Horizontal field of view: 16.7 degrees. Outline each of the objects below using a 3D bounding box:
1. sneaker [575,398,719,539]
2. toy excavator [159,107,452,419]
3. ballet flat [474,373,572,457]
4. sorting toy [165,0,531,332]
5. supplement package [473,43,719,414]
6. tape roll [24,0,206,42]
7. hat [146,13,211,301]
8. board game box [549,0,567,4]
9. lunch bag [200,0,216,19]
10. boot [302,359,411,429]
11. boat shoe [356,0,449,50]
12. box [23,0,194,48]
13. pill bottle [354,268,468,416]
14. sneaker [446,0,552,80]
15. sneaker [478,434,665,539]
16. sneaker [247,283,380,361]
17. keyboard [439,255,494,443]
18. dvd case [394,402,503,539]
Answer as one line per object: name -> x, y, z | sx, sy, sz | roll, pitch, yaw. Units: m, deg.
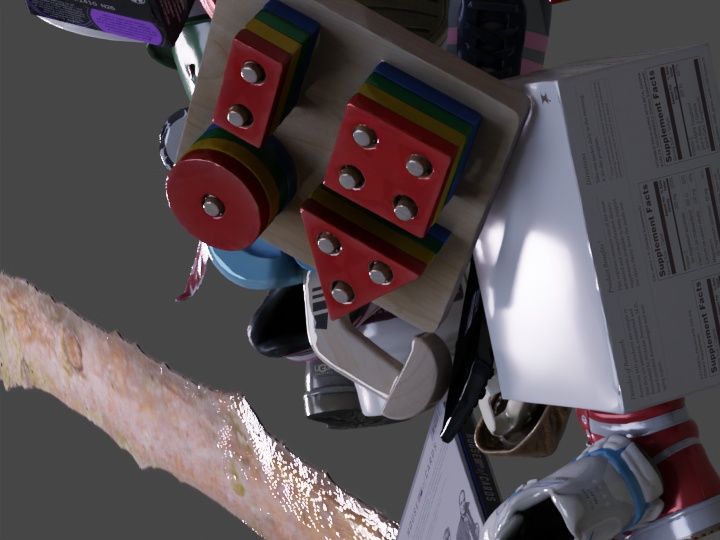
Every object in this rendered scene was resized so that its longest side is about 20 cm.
sneaker -> 0.165, 0.134, 1.596 | 0.200, 0.071, 0.113 | -32, 78, 58
toy excavator -> -0.033, -0.008, 1.624 | 0.100, 0.193, 0.201 | -16, -72, -70
ballet flat -> 0.118, 0.066, 1.661 | 0.068, 0.072, 0.200 | 61, 153, 28
sorting toy -> -0.023, -0.062, 1.484 | 0.199, 0.070, 0.199 | 29, 136, 9
supplement package -> 0.147, -0.026, 1.496 | 0.156, 0.110, 0.201 | 1, 104, 66
tape roll -> -0.168, -0.281, 1.934 | 0.203, 0.202, 0.140 | 44, 138, 50
hat -> -0.077, -0.081, 1.823 | 0.200, 0.165, 0.177 | 50, -140, -77
board game box -> 0.122, -0.287, 1.479 | 0.152, 0.046, 0.201 | 60, 152, 32
lunch bag -> -0.030, -0.203, 1.707 | 0.082, 0.175, 0.201 | 3, 106, 65
boot -> -0.010, 0.019, 1.909 | 0.182, 0.072, 0.201 | 46, -145, -75
boat shoe -> 0.019, -0.122, 1.624 | 0.201, 0.074, 0.069 | -74, -12, -47
box -> -0.160, -0.279, 1.745 | 0.106, 0.122, 0.201 | 75, -147, -63
pill bottle -> 0.022, -0.002, 1.789 | 0.109, 0.109, 0.201 | -7, 96, 66
sneaker -> 0.088, -0.126, 1.592 | 0.082, 0.070, 0.201 | -81, -9, -51
sneaker -> 0.108, 0.169, 1.556 | 0.075, 0.086, 0.200 | 57, 146, 14
sneaker -> 0.000, 0.000, 1.692 | 0.080, 0.086, 0.200 | 46, 110, 9
keyboard -> 0.095, 0.023, 1.633 | 0.201, 0.039, 0.104 | -78, 8, -50
dvd case -> 0.068, 0.207, 1.804 | 0.200, 0.025, 0.151 | -105, 27, -56
